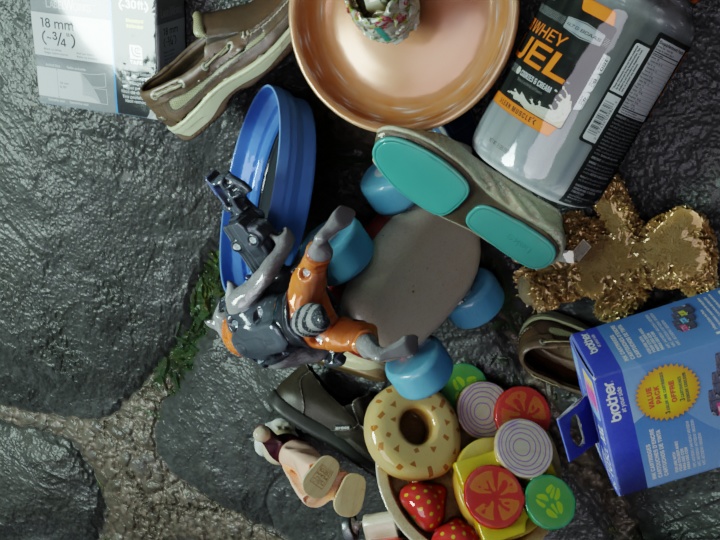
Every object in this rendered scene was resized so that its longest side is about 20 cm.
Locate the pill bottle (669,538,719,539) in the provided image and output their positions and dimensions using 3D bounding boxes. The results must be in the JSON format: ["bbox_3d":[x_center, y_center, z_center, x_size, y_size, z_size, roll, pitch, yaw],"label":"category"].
[{"bbox_3d":[0.368,0.320,0.903,0.200,0.114,0.114,-10,108,24],"label":"pill bottle"}]

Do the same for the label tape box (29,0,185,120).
[{"bbox_3d":[-0.250,-0.261,0.914,0.144,0.063,0.200,10,115,15],"label":"label tape box"}]

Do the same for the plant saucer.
[{"bbox_3d":[0.037,-0.216,0.778,0.200,0.037,0.201,4,100,20],"label":"plant saucer"}]

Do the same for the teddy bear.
[{"bbox_3d":[0.226,-0.017,0.850,0.200,0.067,0.145,-27,91,34],"label":"teddy bear"}]

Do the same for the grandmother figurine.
[{"bbox_3d":[-0.068,0.201,0.989,0.121,0.200,0.061,45,76,-18],"label":"grandmother figurine"}]

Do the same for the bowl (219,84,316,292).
[{"bbox_3d":[-0.089,-0.072,0.871,0.039,0.201,0.201,9,120,-20],"label":"bowl"}]

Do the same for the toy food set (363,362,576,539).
[{"bbox_3d":[0.111,0.189,0.912,0.049,0.198,0.200,113,139,-59],"label":"toy food set"}]

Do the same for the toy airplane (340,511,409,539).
[{"bbox_3d":[0.052,0.325,0.972,0.200,0.199,0.141,-43,50,54],"label":"toy airplane"}]

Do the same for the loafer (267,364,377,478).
[{"bbox_3d":[-0.001,0.166,0.996,0.200,0.073,0.071,31,89,-6],"label":"loafer"}]

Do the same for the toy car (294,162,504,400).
[{"bbox_3d":[0.000,0.000,0.903,0.200,0.177,0.184,7,140,51],"label":"toy car"}]

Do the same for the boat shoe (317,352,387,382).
[{"bbox_3d":[-0.056,0.062,0.986,0.200,0.071,0.065,16,81,14],"label":"boat shoe"}]

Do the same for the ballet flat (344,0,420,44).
[{"bbox_3d":[0.002,-0.278,0.726,0.075,0.064,0.200,-17,93,22],"label":"ballet flat"}]

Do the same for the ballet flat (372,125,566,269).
[{"bbox_3d":[0.094,-0.071,0.797,0.200,0.062,0.067,34,137,-16],"label":"ballet flat"}]

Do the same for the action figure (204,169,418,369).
[{"bbox_3d":[-0.067,0.014,0.729,0.193,0.105,0.200,-22,109,49],"label":"action figure"}]

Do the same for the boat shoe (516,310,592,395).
[{"bbox_3d":[0.245,0.102,0.878,0.202,0.075,0.075,15,116,14],"label":"boat shoe"}]

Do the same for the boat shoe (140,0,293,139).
[{"bbox_3d":[-0.122,-0.209,0.849,0.202,0.075,0.075,-42,123,14],"label":"boat shoe"}]

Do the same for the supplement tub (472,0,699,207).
[{"bbox_3d":[0.186,-0.162,0.754,0.122,0.123,0.200,29,110,7],"label":"supplement tub"}]

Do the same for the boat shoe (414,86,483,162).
[{"bbox_3d":[0.039,-0.163,0.851,0.072,0.072,0.200,-33,88,33],"label":"boat shoe"}]

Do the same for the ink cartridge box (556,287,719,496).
[{"bbox_3d":[0.267,0.107,0.804,0.200,0.076,0.137,-17,116,6],"label":"ink cartridge box"}]
